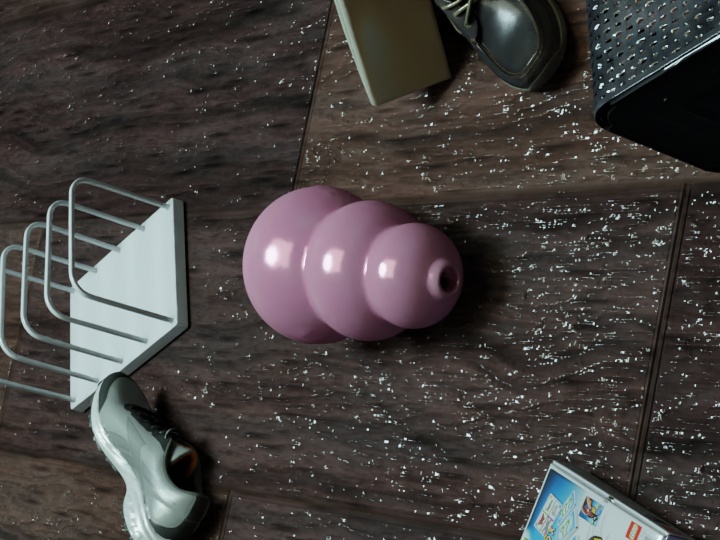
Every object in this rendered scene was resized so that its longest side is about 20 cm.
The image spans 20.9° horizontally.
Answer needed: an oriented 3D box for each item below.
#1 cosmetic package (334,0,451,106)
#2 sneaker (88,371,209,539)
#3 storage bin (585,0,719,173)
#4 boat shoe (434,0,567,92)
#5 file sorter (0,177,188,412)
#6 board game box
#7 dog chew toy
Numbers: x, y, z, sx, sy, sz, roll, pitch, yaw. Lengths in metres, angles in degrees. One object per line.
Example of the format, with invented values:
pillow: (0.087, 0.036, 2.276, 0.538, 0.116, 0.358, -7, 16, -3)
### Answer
cosmetic package: (0.008, -0.240, 1.523, 0.070, 0.201, 0.106, -19, 48, 0)
sneaker: (-0.182, 0.163, 1.744, 0.079, 0.074, 0.201, -47, 47, 19)
storage bin: (0.246, -0.151, 1.186, 0.199, 0.134, 0.095, -30, 52, 46)
boat shoe: (0.090, -0.205, 1.495, 0.075, 0.073, 0.200, -58, 36, 22)
file sorter: (-0.271, 0.022, 1.880, 0.200, 0.124, 0.140, -37, 47, 42)
board game box: (0.134, 0.240, 1.268, 0.126, 0.034, 0.202, 30, 101, 55)
dog chew toy: (0.000, 0.000, 1.504, 0.199, 0.124, 0.126, 7, 82, 48)
